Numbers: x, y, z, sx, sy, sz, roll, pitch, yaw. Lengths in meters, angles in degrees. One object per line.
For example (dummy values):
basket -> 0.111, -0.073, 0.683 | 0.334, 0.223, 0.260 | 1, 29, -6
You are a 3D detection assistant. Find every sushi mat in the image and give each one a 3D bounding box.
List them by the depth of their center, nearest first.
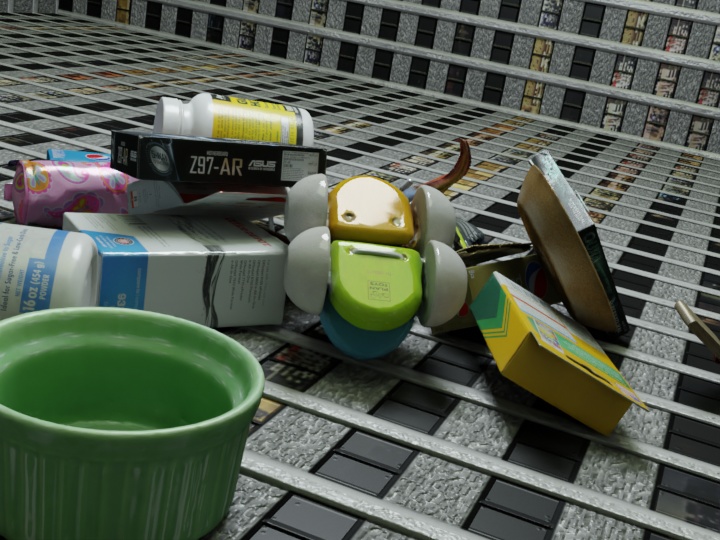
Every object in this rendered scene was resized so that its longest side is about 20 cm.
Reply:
sushi mat -> 0.108, -0.008, 1.149 | 0.095, 0.012, 0.200 | -3, -8, -28

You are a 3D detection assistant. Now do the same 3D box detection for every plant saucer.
plant saucer -> 0.216, -0.017, 1.056 | 0.035, 0.201, 0.200 | -26, 18, 5

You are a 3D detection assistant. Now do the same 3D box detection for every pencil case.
pencil case -> -0.335, -0.094, 1.214 | 0.198, 0.088, 0.087 | -2, 21, -31

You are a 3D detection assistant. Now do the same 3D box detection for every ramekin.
ramekin -> -0.169, 0.106, 0.658 | 0.198, 0.099, 0.200 | 9, 17, -3

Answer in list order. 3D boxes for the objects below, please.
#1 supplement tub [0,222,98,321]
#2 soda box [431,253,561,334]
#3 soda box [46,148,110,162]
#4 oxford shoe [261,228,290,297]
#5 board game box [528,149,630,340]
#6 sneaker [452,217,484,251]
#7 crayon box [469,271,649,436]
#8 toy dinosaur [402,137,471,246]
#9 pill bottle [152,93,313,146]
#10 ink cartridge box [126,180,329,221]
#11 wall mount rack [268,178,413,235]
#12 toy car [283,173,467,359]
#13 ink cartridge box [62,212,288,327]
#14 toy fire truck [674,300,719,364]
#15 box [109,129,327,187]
supplement tub -> -0.319, 0.023, 0.781 | 0.198, 0.133, 0.132 | 7, 18, -10
soda box -> 0.160, 0.022, 1.120 | 0.067, 0.065, 0.199 | -15, -4, 42
soda box -> -0.321, -0.117, 1.315 | 0.198, 0.068, 0.064 | 3, 18, -21
oxford shoe -> -0.108, -0.021, 1.135 | 0.199, 0.071, 0.075 | 20, 18, 28
board game box -> 0.254, -0.028, 1.125 | 0.028, 0.200, 0.136 | -25, 45, 6
sneaker -> 0.134, -0.037, 1.320 | 0.080, 0.075, 0.200 | 10, 19, -10
crayon box -> 0.184, 0.081, 0.938 | 0.125, 0.052, 0.200 | 31, 13, -13
toy dinosaur -> 0.074, -0.070, 1.264 | 0.105, 0.201, 0.181 | 38, 0, -19
pill bottle -> -0.170, -0.172, 1.291 | 0.198, 0.113, 0.112 | 6, 18, -22
ink cartridge box -> -0.144, -0.088, 1.074 | 0.161, 0.051, 0.199 | -1, -7, -40
wall mount rack -> -0.025, -0.080, 1.321 | 0.172, 0.075, 0.200 | 2, 15, 17
toy car -> 0.006, 0.003, 0.979 | 0.173, 0.151, 0.201 | 6, 41, -10
ink cartridge box -> -0.191, -0.002, 1.000 | 0.199, 0.084, 0.145 | -1, 18, -31
toy fire truck -> 0.434, 0.097, 1.012 | 0.198, 0.130, 0.176 | -6, 21, -10
box -> -0.155, -0.119, 1.043 | 0.198, 0.044, 0.160 | 1, 9, -24
